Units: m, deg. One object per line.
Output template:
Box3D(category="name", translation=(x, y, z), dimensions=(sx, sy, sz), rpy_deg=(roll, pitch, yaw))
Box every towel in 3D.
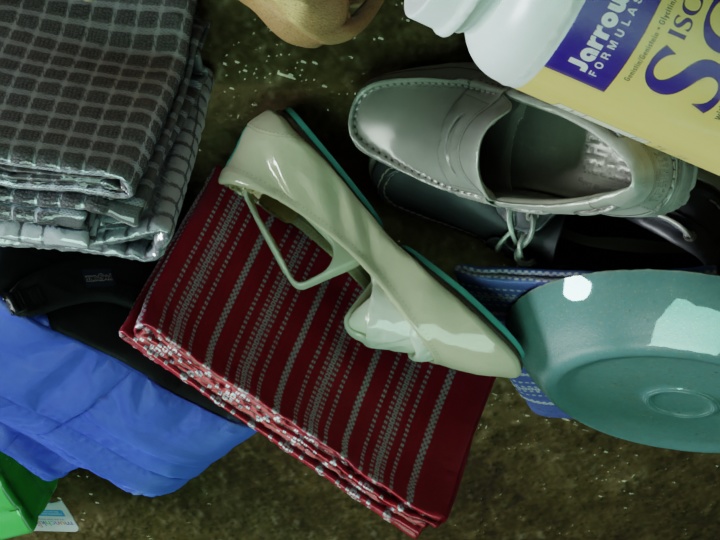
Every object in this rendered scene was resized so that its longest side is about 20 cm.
Box3D(category="towel", translation=(-0.020, 0.041, 1.193), dimensions=(0.200, 0.145, 0.022), rpy_deg=(35, 134, -9))
Box3D(category="towel", translation=(-0.180, -0.088, 1.117), dimensions=(0.200, 0.166, 0.086), rpy_deg=(7, 131, 5))
Box3D(category="towel", translation=(0.144, 0.041, 1.240), dimensions=(0.145, 0.024, 0.200), rpy_deg=(2, 155, 19))

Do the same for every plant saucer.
Box3D(category="plant saucer", translation=(0.174, 0.057, 1.190), dimensions=(0.200, 0.036, 0.200), rpy_deg=(9, 156, 4))

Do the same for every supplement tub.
Box3D(category="supplement tub", translation=(0.135, -0.134, 1.010), dimensions=(0.200, 0.146, 0.145), rpy_deg=(21, 136, -11))

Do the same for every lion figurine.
Box3D(category="lion figurine", translation=(-0.059, -0.153, 1.051), dimensions=(0.200, 0.123, 0.073), rpy_deg=(20, 137, -9))

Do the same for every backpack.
Box3D(category="backpack", translation=(-0.152, 0.032, 1.244), dimensions=(0.200, 0.163, 0.168), rpy_deg=(26, 135, -28))

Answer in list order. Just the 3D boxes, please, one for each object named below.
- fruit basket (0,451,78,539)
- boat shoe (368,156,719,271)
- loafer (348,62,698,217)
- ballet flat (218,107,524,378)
Box3D(category="fruit basket", translation=(-0.296, 0.103, 1.418), dimensions=(0.200, 0.094, 0.185), rpy_deg=(5, 139, 31))
Box3D(category="boat shoe", translation=(0.100, -0.033, 1.185), dimensions=(0.200, 0.063, 0.073), rpy_deg=(9, 137, 3))
Box3D(category="loafer", translation=(0.072, -0.067, 1.113), dimensions=(0.200, 0.070, 0.070), rpy_deg=(10, 102, 34))
Box3D(category="ballet flat", translation=(0.000, 0.000, 1.188), dimensions=(0.200, 0.069, 0.069), rpy_deg=(46, 135, 9))
